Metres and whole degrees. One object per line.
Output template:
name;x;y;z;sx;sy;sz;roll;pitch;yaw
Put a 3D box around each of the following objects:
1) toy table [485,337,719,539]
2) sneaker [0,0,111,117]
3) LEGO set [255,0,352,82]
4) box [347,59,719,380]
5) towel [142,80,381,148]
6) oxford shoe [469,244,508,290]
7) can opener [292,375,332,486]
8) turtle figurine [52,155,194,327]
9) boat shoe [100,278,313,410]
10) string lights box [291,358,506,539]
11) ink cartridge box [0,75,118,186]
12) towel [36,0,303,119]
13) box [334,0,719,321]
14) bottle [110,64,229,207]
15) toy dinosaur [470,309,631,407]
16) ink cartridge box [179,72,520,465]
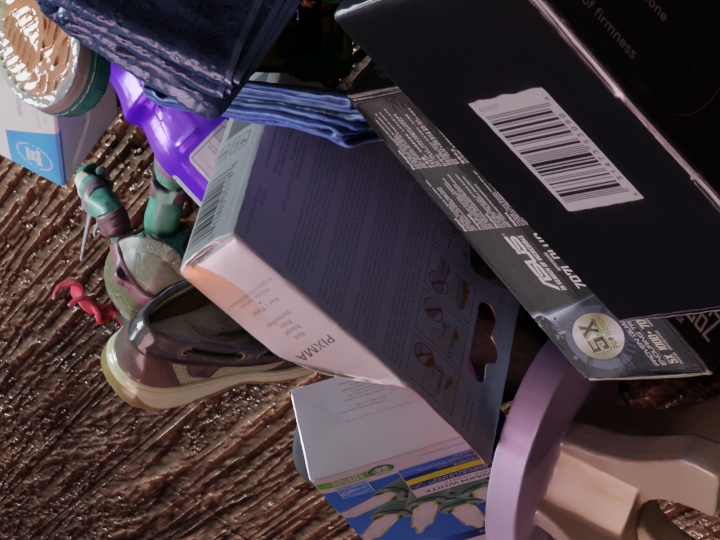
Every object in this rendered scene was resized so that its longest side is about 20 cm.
toy table;0.149;0.123;1.538;0.117;0.185;0.200;25;167;17
sneaker;-0.153;-0.144;1.476;0.080;0.201;0.071;25;117;-34
LEGO set;-0.060;-0.182;1.388;0.152;0.117;0.200;-1;161;3
box;0.115;-0.074;1.279;0.086;0.164;0.200;-5;135;50
towel;0.001;-0.080;1.413;0.144;0.024;0.199;11;-173;37
oxford shoe;0.158;-0.005;1.465;0.199;0.073;0.084;5;157;47
can opener;-0.006;0.074;1.615;0.053;0.067;0.200;32;157;14
turtle figurine;-0.111;-0.014;1.696;0.149;0.101;0.200;26;144;-10
boat shoe;-0.058;0.025;1.608;0.072;0.200;0.066;59;142;16
string lights box;0.037;0.112;1.604;0.102;0.059;0.200;-17;155;9
ink cartridge box;-0.249;-0.145;1.657;0.199;0.068;0.116;27;152;13
towel;-0.057;-0.178;1.256;0.111;0.201;0.049;28;166;6
box;0.129;-0.119;1.155;0.200;0.197;0.124;45;151;-23
bottle;-0.077;-0.072;1.568;0.065;0.084;0.200;-43;87;19
toy dinosaur;0.068;0.051;1.629;0.199;0.077;0.102;34;166;7
ink cartridge box;0.000;0.000;1.493;0.050;0.163;0.200;-30;118;32
